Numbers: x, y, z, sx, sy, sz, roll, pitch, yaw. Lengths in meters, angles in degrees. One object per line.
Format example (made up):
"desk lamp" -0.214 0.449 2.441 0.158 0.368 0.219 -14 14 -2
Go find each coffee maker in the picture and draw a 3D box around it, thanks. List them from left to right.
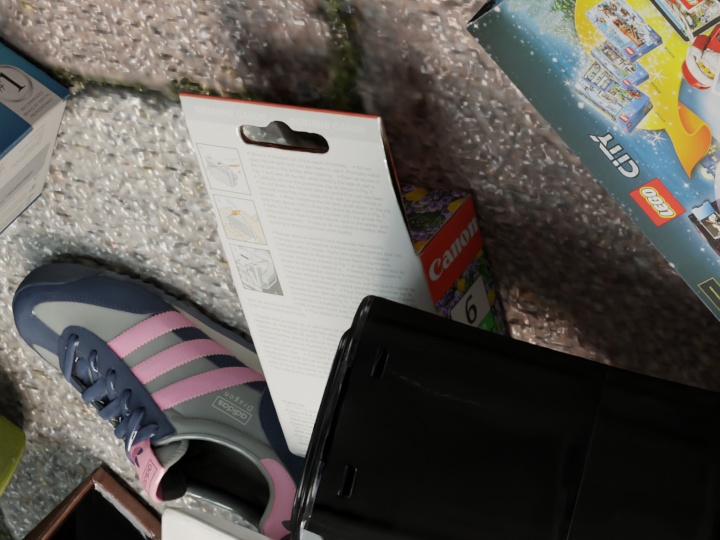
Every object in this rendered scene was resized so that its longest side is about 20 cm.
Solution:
"coffee maker" 0.080 0.082 1.044 0.199 0.135 0.192 14 139 3

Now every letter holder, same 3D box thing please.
"letter holder" -0.182 0.219 1.429 0.101 0.142 0.200 43 142 -3

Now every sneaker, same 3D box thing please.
"sneaker" -0.097 0.064 1.261 0.200 0.082 0.070 25 139 20

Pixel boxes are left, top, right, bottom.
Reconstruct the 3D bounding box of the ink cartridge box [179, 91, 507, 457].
"ink cartridge box" 0.000 0.000 1.147 0.109 0.050 0.200 9 131 33

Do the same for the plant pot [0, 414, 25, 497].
"plant pot" -0.287 0.090 1.378 0.193 0.201 0.200 33 142 -10

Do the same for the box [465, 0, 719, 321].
"box" 0.150 -0.053 0.981 0.200 0.038 0.137 48 141 -9

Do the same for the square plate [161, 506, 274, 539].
"square plate" -0.002 0.205 1.237 0.198 0.028 0.200 21 137 17

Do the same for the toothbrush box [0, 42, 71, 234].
"toothbrush box" -0.259 -0.074 1.216 0.200 0.146 0.085 35 141 7
